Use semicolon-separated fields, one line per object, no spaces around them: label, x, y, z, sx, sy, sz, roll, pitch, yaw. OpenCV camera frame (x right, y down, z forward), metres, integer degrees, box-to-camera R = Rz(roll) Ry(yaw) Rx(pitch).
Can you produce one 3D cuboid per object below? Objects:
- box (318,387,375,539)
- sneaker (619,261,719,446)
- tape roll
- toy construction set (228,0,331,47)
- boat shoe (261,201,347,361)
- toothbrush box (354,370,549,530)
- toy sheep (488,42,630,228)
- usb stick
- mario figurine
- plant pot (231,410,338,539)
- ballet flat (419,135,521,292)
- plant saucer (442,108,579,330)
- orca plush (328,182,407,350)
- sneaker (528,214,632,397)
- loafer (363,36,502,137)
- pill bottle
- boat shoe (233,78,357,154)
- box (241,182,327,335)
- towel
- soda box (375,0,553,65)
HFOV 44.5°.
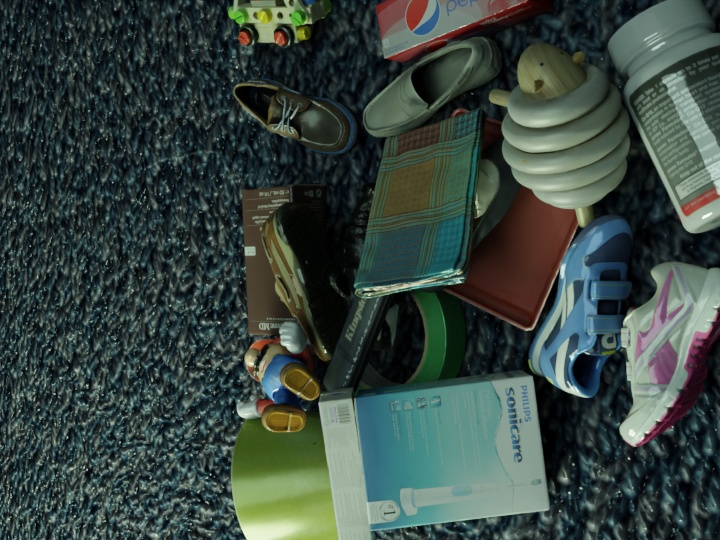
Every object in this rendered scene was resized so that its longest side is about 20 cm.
box;-0.014;0.235;1.005;0.041;0.039;0.202;-8;101;5
sneaker;0.303;0.079;0.884;0.088;0.081;0.202;29;102;35
tape roll;0.037;0.076;1.107;0.199;0.048;0.203;2;93;39
toy construction set;-0.117;-0.370;1.174;0.199;0.092;0.132;22;131;43
boat shoe;-0.069;0.016;1.110;0.074;0.075;0.202;-19;89;48
toothbrush box;0.100;0.197;0.983;0.198;0.085;0.148;-8;88;3
toy sheep;0.201;-0.130;0.867;0.137;0.138;0.201;-1;131;38
usb stick;0.005;0.057;1.007;0.055;0.032;0.201;48;122;57
mario figurine;-0.110;0.127;1.076;0.123;0.200;0.107;-31;103;-6
plant pot;-0.029;0.255;1.108;0.198;0.187;0.189;-14;84;22
ballet flat;0.113;-0.063;0.962;0.073;0.073;0.201;40;105;29
plant saucer;0.155;-0.060;0.995;0.199;0.037;0.201;27;98;35
orca plush;0.000;0.000;1.038;0.105;0.071;0.202;26;118;46
sneaker;0.245;0.041;0.915;0.082;0.073;0.202;48;131;53
loafer;0.074;-0.218;1.046;0.199;0.070;0.071;-28;76;36
pill bottle;0.319;-0.148;0.828;0.113;0.113;0.202;-30;75;35
boat shoe;-0.093;-0.205;1.177;0.199;0.072;0.073;26;109;34
box;-0.101;-0.014;1.197;0.099;0.075;0.202;-2;93;39
towel;0.063;-0.072;0.943;0.146;0.022;0.202;-12;58;40
soda box;0.116;-0.302;1.012;0.199;0.063;0.071;-13;85;39
